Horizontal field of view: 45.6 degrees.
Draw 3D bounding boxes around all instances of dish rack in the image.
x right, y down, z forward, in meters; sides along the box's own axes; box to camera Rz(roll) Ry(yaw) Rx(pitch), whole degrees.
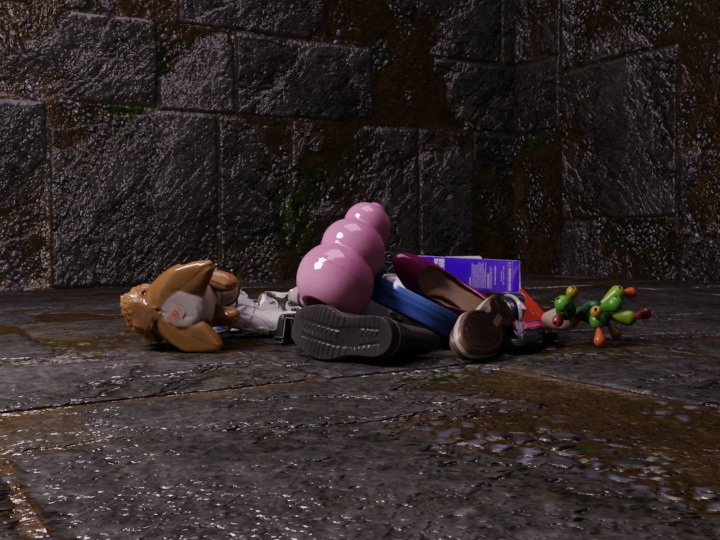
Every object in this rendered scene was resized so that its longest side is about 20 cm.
[{"bbox_3d":[-0.032,0.097,1.438,0.197,0.056,0.152,4,6,40],"label":"dish rack"}]

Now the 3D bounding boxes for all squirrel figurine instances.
[{"bbox_3d":[-0.291,0.047,1.415,0.196,0.144,0.187,-10,12,9],"label":"squirrel figurine"}]

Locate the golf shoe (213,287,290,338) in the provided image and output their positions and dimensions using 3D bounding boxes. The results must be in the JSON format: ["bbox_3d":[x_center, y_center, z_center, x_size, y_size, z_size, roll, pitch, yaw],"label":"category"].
[{"bbox_3d":[-0.209,0.071,1.552,0.196,0.099,0.078,0,0,-23],"label":"golf shoe"}]

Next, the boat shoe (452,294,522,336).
[{"bbox_3d":[0.223,0.084,1.529,0.059,0.077,0.200,0,-10,-17],"label":"boat shoe"}]

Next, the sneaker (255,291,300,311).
[{"bbox_3d":[-0.126,0.077,1.786,0.197,0.079,0.088,4,-4,37],"label":"sneaker"}]

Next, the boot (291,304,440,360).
[{"bbox_3d":[0.006,0.101,1.276,0.198,0.079,0.137,10,-1,40],"label":"boot"}]

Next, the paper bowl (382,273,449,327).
[{"bbox_3d":[0.089,0.060,1.698,0.196,0.107,0.201,-2,2,0],"label":"paper bowl"}]

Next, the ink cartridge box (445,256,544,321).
[{"bbox_3d":[0.289,0.039,1.799,0.170,0.044,0.201,-2,34,-26],"label":"ink cartridge box"}]

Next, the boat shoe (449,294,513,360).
[{"bbox_3d":[0.172,0.101,1.290,0.075,0.075,0.202,-42,-10,28],"label":"boat shoe"}]

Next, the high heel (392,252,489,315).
[{"bbox_3d":[0.145,0.026,1.414,0.198,0.068,0.096,30,-15,-9],"label":"high heel"}]

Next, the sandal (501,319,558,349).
[{"bbox_3d":[0.268,0.099,1.380,0.074,0.046,0.199,1,3,27],"label":"sandal"}]

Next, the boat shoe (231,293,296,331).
[{"bbox_3d":[-0.183,0.080,1.642,0.196,0.071,0.071,0,0,-18],"label":"boat shoe"}]

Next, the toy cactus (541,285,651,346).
[{"bbox_3d":[0.379,0.081,1.445,0.197,0.104,0.164,-2,-11,-37],"label":"toy cactus"}]

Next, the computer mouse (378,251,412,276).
[{"bbox_3d":[0.000,0.000,1.658,0.197,0.047,0.140,-24,7,-14],"label":"computer mouse"}]

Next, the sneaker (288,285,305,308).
[{"bbox_3d":[-0.049,0.020,1.488,0.088,0.077,0.199,5,12,24],"label":"sneaker"}]

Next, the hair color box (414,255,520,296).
[{"bbox_3d":[0.182,0.015,1.553,0.196,0.066,0.109,1,-10,-1],"label":"hair color box"}]

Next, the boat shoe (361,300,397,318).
[{"bbox_3d":[-0.014,0.085,1.582,0.197,0.073,0.067,-8,0,29],"label":"boat shoe"}]

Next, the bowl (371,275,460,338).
[{"bbox_3d":[0.090,0.064,1.422,0.198,0.040,0.201,27,-2,1],"label":"bowl"}]

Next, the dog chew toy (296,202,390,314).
[{"bbox_3d":[-0.017,-0.022,1.348,0.123,0.202,0.125,24,-25,12],"label":"dog chew toy"}]
